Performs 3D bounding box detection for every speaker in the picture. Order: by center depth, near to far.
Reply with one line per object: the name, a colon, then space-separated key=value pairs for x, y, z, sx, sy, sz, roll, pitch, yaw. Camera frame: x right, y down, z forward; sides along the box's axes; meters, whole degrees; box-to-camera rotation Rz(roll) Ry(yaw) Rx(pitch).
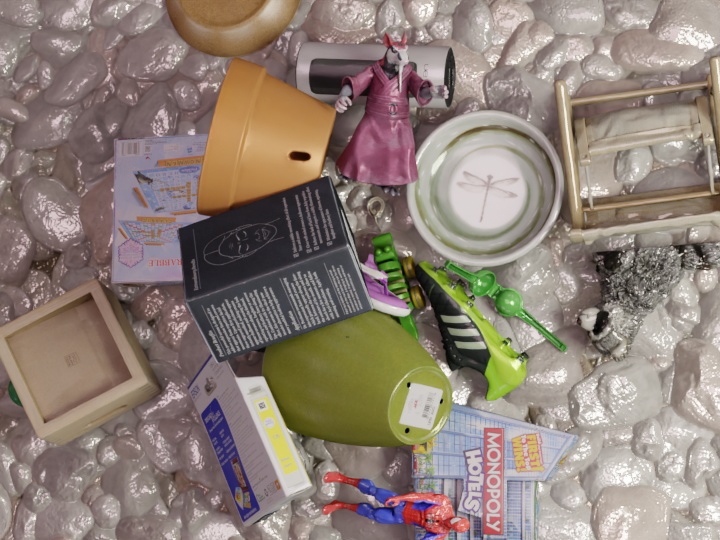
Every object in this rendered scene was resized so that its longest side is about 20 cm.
speaker: x=0.022 y=-0.253 z=1.774 sx=0.200 sy=0.081 sz=0.081 roll=5 pitch=84 yaw=14

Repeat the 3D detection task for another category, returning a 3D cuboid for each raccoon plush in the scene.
raccoon plush: x=0.360 y=0.038 z=1.650 sx=0.200 sy=0.097 sz=0.134 roll=-5 pitch=89 yaw=13

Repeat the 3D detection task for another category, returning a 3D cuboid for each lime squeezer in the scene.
lime squeezer: x=0.177 y=0.032 z=1.701 sx=0.200 sy=0.071 sz=0.038 roll=36 pitch=83 yaw=-20

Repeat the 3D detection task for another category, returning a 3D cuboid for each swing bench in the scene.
swing bench: x=0.346 y=-0.138 z=1.657 sx=0.199 sy=0.130 sz=0.200 roll=-6 pitch=86 yaw=12

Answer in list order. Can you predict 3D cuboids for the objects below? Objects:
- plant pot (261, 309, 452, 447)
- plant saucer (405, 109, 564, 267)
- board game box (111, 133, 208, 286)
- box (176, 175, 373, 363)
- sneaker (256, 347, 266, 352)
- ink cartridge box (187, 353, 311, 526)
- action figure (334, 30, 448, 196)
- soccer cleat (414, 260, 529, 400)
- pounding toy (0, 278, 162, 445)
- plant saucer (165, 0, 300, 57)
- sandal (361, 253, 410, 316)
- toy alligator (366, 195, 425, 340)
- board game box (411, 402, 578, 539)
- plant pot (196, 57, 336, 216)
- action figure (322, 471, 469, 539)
plant pot: x=0.014 y=0.133 z=1.625 sx=0.200 sy=0.187 sz=0.187 roll=17 pitch=86 yaw=53
plant saucer: x=0.159 y=-0.101 z=1.734 sx=0.200 sy=0.050 sz=0.200 roll=-2 pitch=81 yaw=14
board game box: x=-0.232 y=-0.081 z=1.831 sx=0.200 sy=0.041 sz=0.200 roll=-1 pitch=82 yaw=13
box: x=-0.103 y=-0.002 z=1.618 sx=0.200 sy=0.107 sz=0.148 roll=-18 pitch=38 yaw=3
sneaker: x=-0.115 y=0.011 z=1.751 sx=0.085 sy=0.074 sz=0.200 roll=6 pitch=86 yaw=-24
ink cartridge box: x=-0.142 y=0.204 z=1.700 sx=0.047 sy=0.198 sz=0.200 roll=-17 pitch=77 yaw=-24
action figure: x=0.041 y=-0.200 z=1.707 sx=0.134 sy=0.149 sz=0.200 roll=10 pitch=103 yaw=4
soccer cleat: x=0.124 y=0.075 z=1.714 sx=0.081 sy=0.068 sz=0.200 roll=-45 pitch=75 yaw=17
pounding toy: x=-0.394 y=0.124 z=1.810 sx=0.200 sy=0.142 sz=0.184 roll=-28 pitch=77 yaw=-2
plant saucer: x=-0.178 y=-0.392 z=1.864 sx=0.200 sy=0.035 sz=0.200 roll=-2 pitch=82 yaw=13
sandal: x=-0.006 y=-0.001 z=1.704 sx=0.203 sy=0.082 sz=0.050 roll=36 pitch=110 yaw=49
toy alligator: x=0.037 y=-0.006 z=1.749 sx=0.059 sy=0.054 sz=0.200 roll=-17 pitch=79 yaw=10
board game box: x=0.166 y=0.253 z=1.679 sx=0.200 sy=0.062 sz=0.200 roll=-1 pitch=82 yaw=14
plant pot: x=-0.112 y=-0.152 z=1.704 sx=0.140 sy=0.200 sz=0.200 roll=13 pitch=85 yaw=-1
action figure: x=0.031 y=0.294 z=1.646 sx=0.200 sy=0.099 sz=0.065 roll=7 pitch=100 yaw=30
